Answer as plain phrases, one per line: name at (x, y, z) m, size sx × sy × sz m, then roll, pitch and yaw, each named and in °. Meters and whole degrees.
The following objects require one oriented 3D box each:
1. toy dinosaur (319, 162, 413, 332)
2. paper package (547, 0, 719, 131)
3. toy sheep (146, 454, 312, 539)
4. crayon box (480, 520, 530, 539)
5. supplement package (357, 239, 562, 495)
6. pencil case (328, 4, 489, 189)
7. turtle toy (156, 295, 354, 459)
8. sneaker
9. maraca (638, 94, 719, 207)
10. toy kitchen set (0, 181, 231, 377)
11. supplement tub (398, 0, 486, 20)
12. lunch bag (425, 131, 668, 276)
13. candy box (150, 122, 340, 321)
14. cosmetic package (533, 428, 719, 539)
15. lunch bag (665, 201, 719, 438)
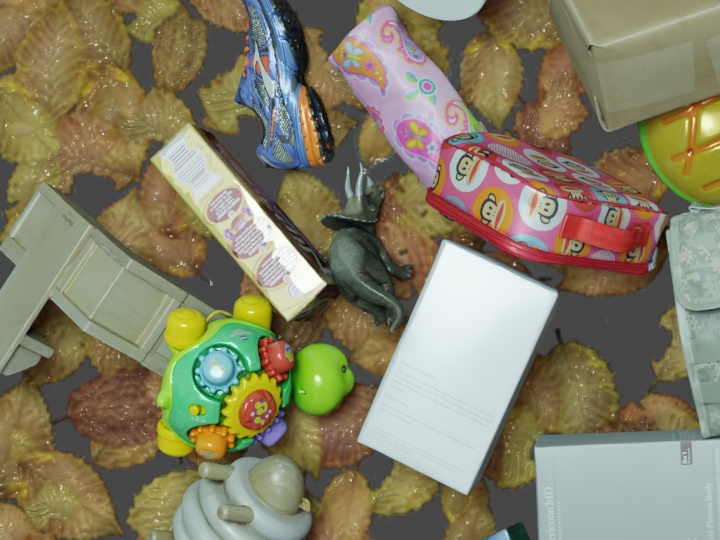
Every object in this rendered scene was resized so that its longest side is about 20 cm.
toy dinosaur at (0.000, 0.000, 1.596) m, size 0.077 × 0.201 × 0.102 m, roll -33°, pitch 117°, yaw 23°
paper package at (0.275, -0.242, 1.521) m, size 0.198 × 0.104 × 0.192 m, roll -19°, pitch 46°, yaw 2°
toy sheep at (-0.119, 0.247, 1.609) m, size 0.138 × 0.138 × 0.200 m, roll 45°, pitch 115°, yaw 8°
crayon box at (0.129, 0.345, 1.544) m, size 0.125 × 0.051 × 0.202 m, roll -30°, pitch 79°, yaw 22°
supplement package at (0.094, 0.087, 1.585) m, size 0.116 × 0.117 × 0.202 m, roll 25°, pitch 93°, yaw 10°
pencil case at (0.057, -0.150, 1.617) m, size 0.087 × 0.087 × 0.201 m, roll -39°, pitch 83°, yaw 6°
turtle toy at (-0.100, 0.106, 1.603) m, size 0.101 × 0.198 × 0.148 m, roll 32°, pitch 124°, yaw 46°
sneaker at (-0.089, -0.189, 1.646) m, size 0.078 × 0.075 × 0.202 m, roll -17°, pitch 84°, yaw 12°
maraca at (0.345, -0.112, 1.558) m, size 0.199 × 0.107 × 0.138 m, roll 34°, pitch 99°, yaw -3°
toy kitchen set at (-0.252, 0.053, 1.666) m, size 0.164 × 0.180 × 0.200 m, roll -55°, pitch 42°, yaw 1°
supplement tub at (0.101, -0.339, 1.552) m, size 0.131 × 0.132 × 0.201 m, roll 27°, pitch 62°, yaw 9°
lunch bag at (0.175, -0.054, 1.514) m, size 0.176 × 0.198 × 0.083 m, roll 32°, pitch 109°, yaw 45°
candy box at (-0.103, -0.042, 1.621) m, size 0.056 × 0.117 × 0.200 m, roll -43°, pitch 82°, yaw 5°
cosmetic package at (0.258, 0.202, 1.572) m, size 0.197 × 0.090 × 0.108 m, roll -5°, pitch 91°, yaw 6°
lunch bag at (0.365, 0.030, 1.514) m, size 0.162 × 0.117 × 0.203 m, roll -10°, pitch 97°, yaw 25°
